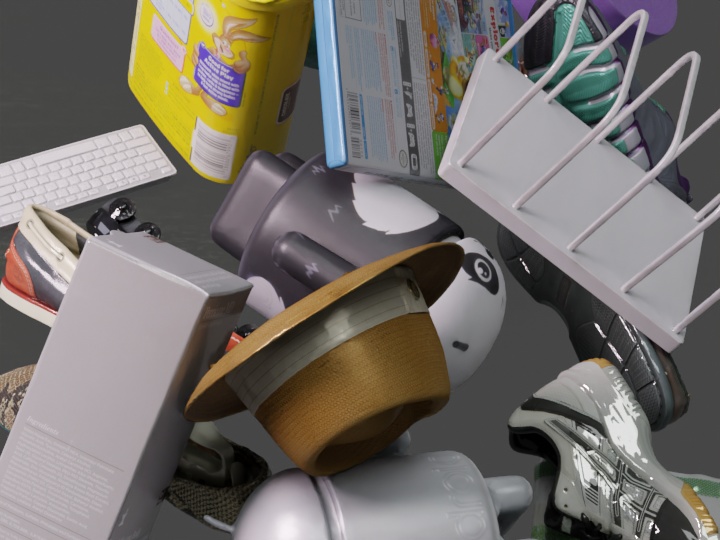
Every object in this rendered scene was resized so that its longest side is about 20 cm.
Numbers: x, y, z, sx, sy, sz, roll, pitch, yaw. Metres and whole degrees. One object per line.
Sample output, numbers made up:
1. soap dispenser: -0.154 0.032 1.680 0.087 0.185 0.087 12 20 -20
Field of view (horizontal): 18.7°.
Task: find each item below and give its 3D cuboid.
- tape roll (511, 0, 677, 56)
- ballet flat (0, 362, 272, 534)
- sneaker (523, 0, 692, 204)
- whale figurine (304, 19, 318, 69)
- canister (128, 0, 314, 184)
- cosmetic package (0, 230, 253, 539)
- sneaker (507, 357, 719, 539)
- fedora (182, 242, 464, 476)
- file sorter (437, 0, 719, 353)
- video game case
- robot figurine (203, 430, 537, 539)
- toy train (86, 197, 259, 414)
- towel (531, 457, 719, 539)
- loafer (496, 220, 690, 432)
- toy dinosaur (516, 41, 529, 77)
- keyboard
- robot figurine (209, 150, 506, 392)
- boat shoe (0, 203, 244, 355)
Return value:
1. tape roll: 0.159 -0.253 1.651 0.200 0.065 0.201 39 36 -36
2. ballet flat: -0.140 0.093 1.349 0.199 0.076 0.068 26 50 9
3. sneaker: 0.179 -0.117 1.562 0.074 0.201 0.087 -7 22 38
4. whale figurine: -0.060 -0.219 1.580 0.199 0.161 0.104 19 16 20
5. canister: -0.095 -0.176 1.507 0.086 0.201 0.149 -23 59 -29
6. cosmetic package: -0.144 0.083 1.265 0.090 0.201 0.107 27 10 9
7. sneaker: 0.161 0.153 1.352 0.087 0.076 0.201 -26 57 -9
8. fedora: -0.005 0.062 1.251 0.200 0.201 0.082 -25 78 -30
9. file sorter: 0.176 -0.077 1.424 0.199 0.124 0.139 37 39 -13
10. video game case: 0.043 -0.128 1.457 0.199 0.018 0.145 6 75 -49
11. robot figurine: 0.008 0.168 1.295 0.198 0.113 0.171 -5 62 -18
12. toy train: -0.114 0.026 1.441 0.046 0.034 0.200 -36 64 -22
13. towel: 0.177 0.211 1.362 0.148 0.031 0.201 8 51 -3
14. loafer: 0.170 0.022 1.492 0.062 0.072 0.200 -14 53 -31
15. toy dinosaur: 0.055 -0.182 1.589 0.201 0.104 0.181 63 24 -4
16. keyboard: -0.226 -0.057 1.501 0.199 0.011 0.056 -19 57 -27
17. robot figurine: 0.001 -0.001 1.431 0.199 0.125 0.150 34 51 17
18. boat shoe: -0.144 0.020 1.389 0.199 0.063 0.071 24 13 25
